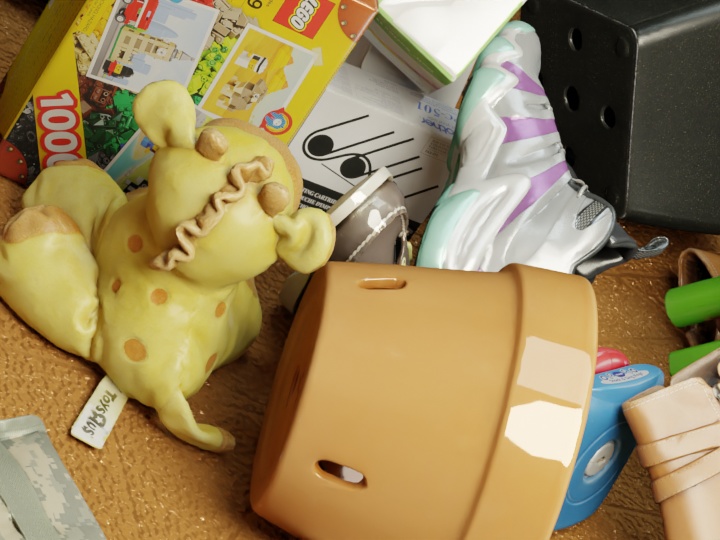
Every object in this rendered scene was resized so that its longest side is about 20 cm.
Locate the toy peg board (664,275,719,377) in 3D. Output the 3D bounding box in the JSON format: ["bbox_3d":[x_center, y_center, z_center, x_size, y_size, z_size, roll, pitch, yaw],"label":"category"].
[{"bbox_3d":[0.278,0.089,1.762,0.199,0.097,0.201,22,60,-48],"label":"toy peg board"}]

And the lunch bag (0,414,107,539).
[{"bbox_3d":[-0.200,0.159,1.190,0.199,0.118,0.164,-5,50,-41],"label":"lunch bag"}]

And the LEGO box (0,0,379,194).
[{"bbox_3d":[-0.104,-0.123,1.594,0.148,0.200,0.077,23,32,-20],"label":"LEGO box"}]

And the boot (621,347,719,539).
[{"bbox_3d":[0.185,0.143,1.564,0.200,0.074,0.155,-33,99,-38],"label":"boot"}]

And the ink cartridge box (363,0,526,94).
[{"bbox_3d":[0.059,-0.171,1.661,0.067,0.117,0.200,42,-2,-3],"label":"ink cartridge box"}]

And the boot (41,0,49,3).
[{"bbox_3d":[-0.121,-0.195,1.796,0.168,0.077,0.200,31,37,-2],"label":"boot"}]

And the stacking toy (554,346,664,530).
[{"bbox_3d":[0.072,0.054,1.649,0.200,0.110,0.116,39,28,28],"label":"stacking toy"}]

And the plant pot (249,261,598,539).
[{"bbox_3d":[0.027,0.079,1.470,0.139,0.201,0.200,17,33,-7],"label":"plant pot"}]

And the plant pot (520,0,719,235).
[{"bbox_3d":[0.216,-0.132,1.913,0.177,0.201,0.199,-11,26,-30],"label":"plant pot"}]

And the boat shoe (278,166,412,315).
[{"bbox_3d":[0.000,0.000,1.570,0.072,0.200,0.060,-38,82,-18],"label":"boat shoe"}]

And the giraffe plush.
[{"bbox_3d":[-0.095,-0.019,1.494,0.172,0.162,0.200,24,32,-20],"label":"giraffe plush"}]

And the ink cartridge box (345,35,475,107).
[{"bbox_3d":[0.014,-0.207,1.825,0.083,0.147,0.200,17,14,-33],"label":"ink cartridge box"}]

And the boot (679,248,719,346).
[{"bbox_3d":[0.285,0.012,1.924,0.154,0.074,0.200,17,32,-22],"label":"boot"}]

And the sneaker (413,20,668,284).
[{"bbox_3d":[0.116,-0.045,1.635,0.139,0.078,0.201,16,66,2],"label":"sneaker"}]

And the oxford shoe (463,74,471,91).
[{"bbox_3d":[0.067,-0.192,1.997,0.200,0.071,0.071,49,31,18],"label":"oxford shoe"}]

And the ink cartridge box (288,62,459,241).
[{"bbox_3d":[-0.039,-0.086,1.716,0.199,0.094,0.044,20,32,-25],"label":"ink cartridge box"}]
